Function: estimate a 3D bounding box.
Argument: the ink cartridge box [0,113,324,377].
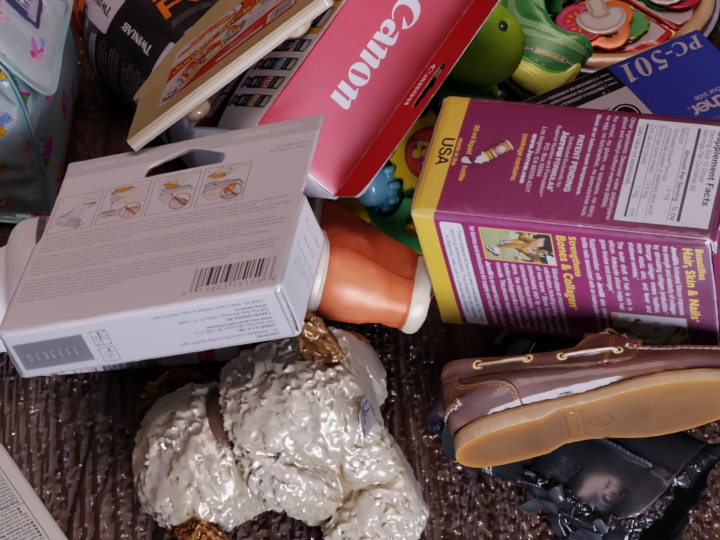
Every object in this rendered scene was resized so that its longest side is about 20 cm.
[{"bbox_3d":[-0.120,-0.017,1.340,0.198,0.044,0.174,-9,38,19],"label":"ink cartridge box"}]

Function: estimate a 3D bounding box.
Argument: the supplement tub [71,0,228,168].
[{"bbox_3d":[-0.136,-0.167,1.614,0.122,0.123,0.200,-29,51,-24],"label":"supplement tub"}]

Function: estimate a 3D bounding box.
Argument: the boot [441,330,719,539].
[{"bbox_3d":[0.167,0.097,1.379,0.162,0.074,0.198,28,60,29],"label":"boot"}]

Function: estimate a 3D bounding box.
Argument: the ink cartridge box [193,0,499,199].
[{"bbox_3d":[-0.005,-0.154,1.455,0.201,0.084,0.175,-55,21,-11],"label":"ink cartridge box"}]

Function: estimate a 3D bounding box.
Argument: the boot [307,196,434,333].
[{"bbox_3d":[0.000,0.000,1.452,0.106,0.076,0.200,12,13,-5],"label":"boot"}]

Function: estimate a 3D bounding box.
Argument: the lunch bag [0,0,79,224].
[{"bbox_3d":[-0.279,-0.160,1.557,0.121,0.201,0.171,0,44,2],"label":"lunch bag"}]

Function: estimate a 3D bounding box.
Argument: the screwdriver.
[{"bbox_3d":[0.102,0.042,1.461,0.028,0.029,0.200,22,55,22],"label":"screwdriver"}]

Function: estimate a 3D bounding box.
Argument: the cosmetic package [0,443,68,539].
[{"bbox_3d":[-0.219,0.212,1.280,0.105,0.071,0.200,-24,49,-21],"label":"cosmetic package"}]

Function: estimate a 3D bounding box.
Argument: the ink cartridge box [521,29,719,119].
[{"bbox_3d":[0.207,-0.114,1.603,0.199,0.044,0.094,-23,51,-20],"label":"ink cartridge box"}]

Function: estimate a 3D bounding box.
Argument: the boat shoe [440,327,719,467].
[{"bbox_3d":[0.149,0.070,1.315,0.198,0.071,0.071,-8,56,-4],"label":"boat shoe"}]

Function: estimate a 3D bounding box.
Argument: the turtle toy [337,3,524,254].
[{"bbox_3d":[0.065,-0.100,1.505,0.145,0.101,0.202,18,87,12],"label":"turtle toy"}]

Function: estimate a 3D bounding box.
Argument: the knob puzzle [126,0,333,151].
[{"bbox_3d":[-0.078,-0.168,1.460,0.219,0.030,0.220,-36,20,16],"label":"knob puzzle"}]

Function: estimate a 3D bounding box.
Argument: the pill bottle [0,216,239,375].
[{"bbox_3d":[-0.187,0.015,1.444,0.198,0.111,0.111,-4,45,-3],"label":"pill bottle"}]

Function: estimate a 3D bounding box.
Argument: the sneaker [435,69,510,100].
[{"bbox_3d":[0.063,-0.156,1.640,0.114,0.075,0.201,7,56,2],"label":"sneaker"}]

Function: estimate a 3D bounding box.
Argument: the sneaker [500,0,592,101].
[{"bbox_3d":[0.119,-0.212,1.674,0.083,0.074,0.200,-37,58,-1],"label":"sneaker"}]

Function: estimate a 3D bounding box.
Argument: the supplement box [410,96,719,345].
[{"bbox_3d":[0.146,-0.030,1.352,0.198,0.131,0.104,7,56,18],"label":"supplement box"}]

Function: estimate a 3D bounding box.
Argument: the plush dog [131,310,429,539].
[{"bbox_3d":[-0.070,0.111,1.340,0.171,0.161,0.201,-27,46,8],"label":"plush dog"}]

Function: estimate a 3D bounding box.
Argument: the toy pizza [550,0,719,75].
[{"bbox_3d":[0.203,-0.236,1.732,0.198,0.032,0.201,-1,45,1],"label":"toy pizza"}]
